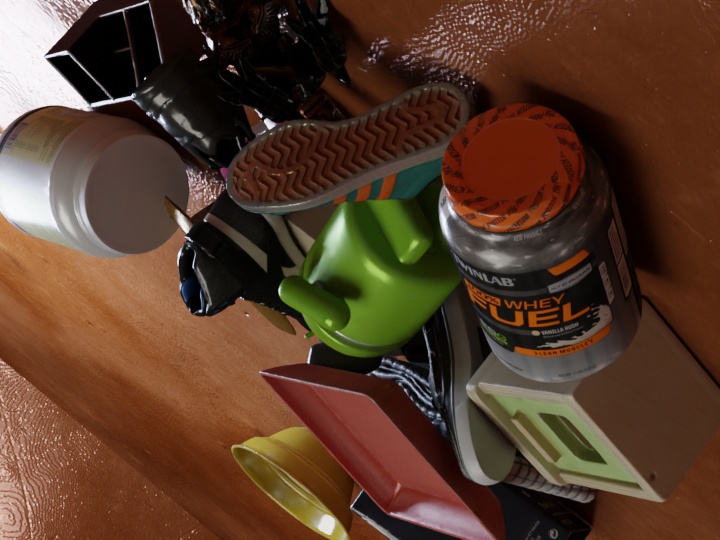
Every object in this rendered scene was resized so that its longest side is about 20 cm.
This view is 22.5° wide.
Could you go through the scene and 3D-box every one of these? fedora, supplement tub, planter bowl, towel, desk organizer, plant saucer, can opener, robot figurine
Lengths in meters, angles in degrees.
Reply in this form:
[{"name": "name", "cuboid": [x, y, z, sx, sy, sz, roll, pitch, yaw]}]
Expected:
[{"name": "fedora", "cuboid": [-0.107, -0.026, 1.775, 0.201, 0.082, 0.201, 46, 178, 2]}, {"name": "supplement tub", "cuboid": [-0.281, -0.092, 1.884, 0.200, 0.145, 0.145, 16, 150, 51]}, {"name": "planter bowl", "cuboid": [-0.069, 0.268, 2.410, 0.200, 0.084, 0.201, 35, 161, 14]}, {"name": "towel", "cuboid": [0.107, 0.139, 1.670, 0.165, 0.086, 0.200, 17, 178, -35]}, {"name": "supplement tub", "cuboid": [0.126, -0.019, 1.285, 0.122, 0.123, 0.200, 27, 158, 34]}, {"name": "desk organizer", "cuboid": [-0.199, -0.198, 1.580, 0.072, 0.077, 0.200, 47, 161, -21]}, {"name": "plant saucer", "cuboid": [0.026, 0.153, 1.584, 0.200, 0.037, 0.200, 50, 159, -23]}, {"name": "can opener", "cuboid": [0.051, 0.075, 1.622, 0.199, 0.067, 0.053, 2, 147, 19]}, {"name": "robot figurine", "cuboid": [0.019, -0.006, 1.489, 0.116, 0.175, 0.200, 58, 143, 17]}]

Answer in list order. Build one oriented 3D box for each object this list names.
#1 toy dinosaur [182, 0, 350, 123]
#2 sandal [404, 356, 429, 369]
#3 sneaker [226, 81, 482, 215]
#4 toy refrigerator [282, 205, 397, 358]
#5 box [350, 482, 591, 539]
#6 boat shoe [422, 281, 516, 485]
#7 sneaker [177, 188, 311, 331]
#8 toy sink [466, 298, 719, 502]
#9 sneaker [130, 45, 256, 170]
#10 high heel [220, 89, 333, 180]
[{"name": "toy dinosaur", "cuboid": [-0.057, -0.161, 1.414, 0.199, 0.103, 0.136, 24, 179, -8]}, {"name": "sandal", "cuboid": [0.109, 0.144, 1.829, 0.200, 0.043, 0.076, 43, 162, -10]}, {"name": "sneaker", "cuboid": [0.001, -0.077, 1.348, 0.199, 0.072, 0.080, -15, 155, 18]}, {"name": "toy refrigerator", "cuboid": [0.000, 0.000, 1.672, 0.076, 0.070, 0.200, 37, 162, 32]}, {"name": "box", "cuboid": [0.118, 0.255, 1.868, 0.198, 0.124, 0.200, 34, -179, 14]}, {"name": "boat shoe", "cuboid": [0.087, 0.093, 1.541, 0.056, 0.201, 0.068, -27, 144, 35]}, {"name": "sneaker", "cuboid": [-0.103, 0.014, 1.633, 0.073, 0.112, 0.200, 33, 162, 42]}, {"name": "toy sink", "cuboid": [0.177, 0.101, 1.484, 0.130, 0.112, 0.200, 48, 160, -22]}, {"name": "sneaker", "cuboid": [-0.124, -0.120, 1.448, 0.091, 0.076, 0.200, 49, -172, 1]}, {"name": "high heel", "cuboid": [-0.064, -0.096, 1.573, 0.096, 0.067, 0.200, 47, 150, 10]}]
